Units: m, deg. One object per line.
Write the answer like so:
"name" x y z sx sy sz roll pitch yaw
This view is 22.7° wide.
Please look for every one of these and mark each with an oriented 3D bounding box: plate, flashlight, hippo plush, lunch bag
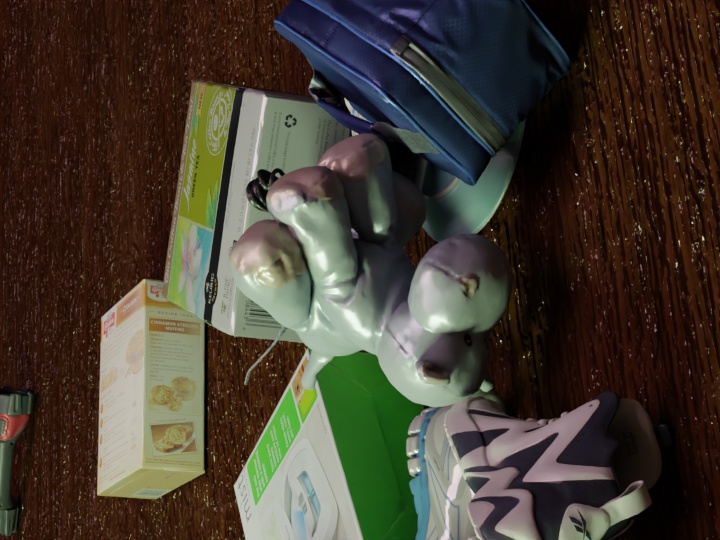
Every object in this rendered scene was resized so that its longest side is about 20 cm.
"plate" 0.071 -0.121 1.376 0.200 0.025 0.202 -173 90 -67
"flashlight" -0.493 0.264 2.489 0.068 0.067 0.202 17 104 61
"hippo plush" 0.011 0.023 1.213 0.160 0.159 0.201 32 102 34
"lunch bag" 0.031 -0.155 1.260 0.133 0.136 0.200 -49 38 -3

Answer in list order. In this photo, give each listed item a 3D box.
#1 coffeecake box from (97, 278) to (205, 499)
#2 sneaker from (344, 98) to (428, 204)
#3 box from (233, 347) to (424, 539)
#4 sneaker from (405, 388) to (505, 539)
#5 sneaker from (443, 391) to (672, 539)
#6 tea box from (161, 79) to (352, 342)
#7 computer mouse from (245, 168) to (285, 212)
"coffeecake box" -0.223 0.128 1.903 0.153 0.072 0.202 146 126 -60
"sneaker" 0.023 -0.120 1.382 0.072 0.072 0.202 -25 56 37
"box" -0.010 0.194 1.390 0.177 0.096 0.201 -60 34 38
"sneaker" 0.079 0.171 1.229 0.087 0.074 0.202 -42 46 47
"sneaker" 0.128 0.117 1.116 0.199 0.129 0.080 -94 -21 -76
"tea box" -0.070 -0.052 1.538 0.197 0.133 0.202 -161 78 -66
"computer mouse" 0.000 0.000 1.362 0.200 0.109 0.044 44 100 30
